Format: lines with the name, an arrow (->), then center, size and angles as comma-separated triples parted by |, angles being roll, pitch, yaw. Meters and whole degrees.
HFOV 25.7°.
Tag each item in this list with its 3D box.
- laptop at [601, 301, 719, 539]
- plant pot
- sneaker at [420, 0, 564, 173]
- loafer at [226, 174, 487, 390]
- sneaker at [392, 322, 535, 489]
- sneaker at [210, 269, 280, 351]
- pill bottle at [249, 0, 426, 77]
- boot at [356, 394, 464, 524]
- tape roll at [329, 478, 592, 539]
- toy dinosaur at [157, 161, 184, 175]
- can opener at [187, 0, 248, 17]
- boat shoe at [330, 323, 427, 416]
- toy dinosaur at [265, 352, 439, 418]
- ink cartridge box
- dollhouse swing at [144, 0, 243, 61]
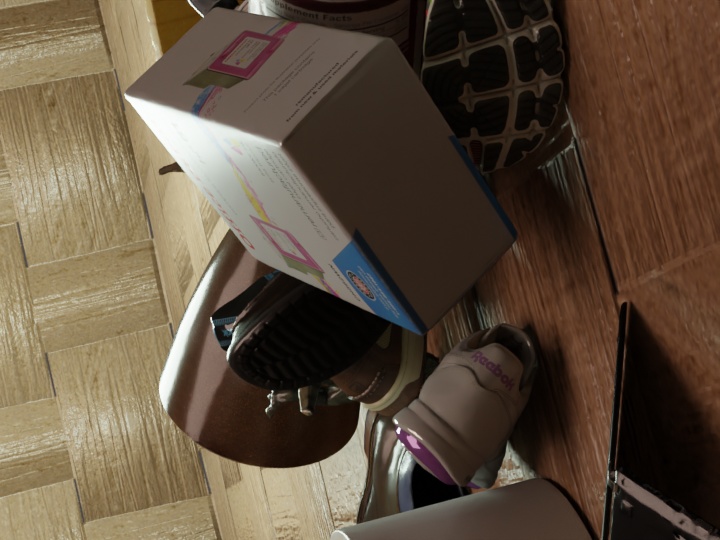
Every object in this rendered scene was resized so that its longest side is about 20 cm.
laptop -> 0.168, 0.150, 0.769 | 0.199, 0.103, 0.179 | 32, 139, 37
plant pot -> -0.070, 0.034, 1.380 | 0.188, 0.185, 0.202 | -117, 34, -48
sneaker -> 0.066, -0.153, 0.837 | 0.085, 0.076, 0.202 | -81, -14, -67
loafer -> -0.005, -0.003, 1.006 | 0.073, 0.199, 0.071 | 47, -175, -37
sneaker -> 0.078, 0.084, 0.991 | 0.075, 0.100, 0.200 | 41, -178, 6
sneaker -> -0.034, 0.015, 1.162 | 0.199, 0.081, 0.074 | -15, -91, -61
pill bottle -> -0.015, -0.173, 0.991 | 0.201, 0.113, 0.115 | 93, 160, -48
boot -> 0.040, 0.199, 1.224 | 0.097, 0.074, 0.202 | -127, 29, -68
tape roll -> 0.072, 0.242, 0.978 | 0.203, 0.138, 0.205 | 167, 90, -77
toy dinosaur -> -0.063, -0.131, 1.205 | 0.086, 0.199, 0.136 | 45, -161, -51
can opener -> -0.080, -0.217, 1.200 | 0.067, 0.053, 0.200 | 40, -159, -5
boat shoe -> 0.004, -0.003, 1.083 | 0.075, 0.074, 0.204 | -41, 37, 37
toy dinosaur -> -0.017, 0.076, 1.123 | 0.087, 0.199, 0.048 | -4, 94, 32
ink cartridge box -> -0.027, -0.061, 0.884 | 0.145, 0.085, 0.199 | 53, 165, -30
dollhouse swing -> -0.155, -0.256, 1.471 | 0.175, 0.180, 0.203 | 2, 106, 56
